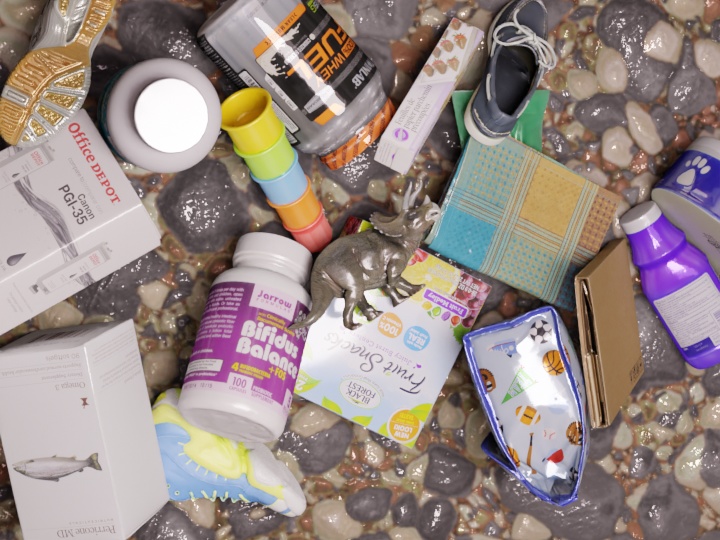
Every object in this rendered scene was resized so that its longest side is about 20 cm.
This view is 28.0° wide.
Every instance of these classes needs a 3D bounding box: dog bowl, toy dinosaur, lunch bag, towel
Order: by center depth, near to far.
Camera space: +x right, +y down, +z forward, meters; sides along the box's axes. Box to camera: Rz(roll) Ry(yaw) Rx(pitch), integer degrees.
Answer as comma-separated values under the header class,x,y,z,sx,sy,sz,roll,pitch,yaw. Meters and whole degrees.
class,x,y,z,sx,sy,sz,roll,pitch,yaw
toy dinosaur,0.000,0.000,1.497,0.200,0.077,0.103,-30,87,-10
lunch bag,0.186,0.147,1.546,0.123,0.170,0.201,-20,87,9
towel,0.177,-0.056,1.573,0.199,0.022,0.147,24,89,-22
dog bowl,0.420,-0.052,1.596,0.200,0.200,0.079,44,87,-15

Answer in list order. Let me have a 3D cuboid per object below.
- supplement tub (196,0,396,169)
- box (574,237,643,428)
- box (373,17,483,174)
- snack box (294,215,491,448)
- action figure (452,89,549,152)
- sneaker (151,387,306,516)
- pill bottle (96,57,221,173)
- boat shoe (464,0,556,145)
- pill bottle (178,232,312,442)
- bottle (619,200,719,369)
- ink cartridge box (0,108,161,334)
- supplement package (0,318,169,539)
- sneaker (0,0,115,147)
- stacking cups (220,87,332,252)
class,x,y,z,sx,sy,sz,roll,pitch,yaw
supplement tub,-0.063,-0.208,1.493,0.123,0.123,0.200,-46,105,-6
box,0.274,0.063,1.584,0.021,0.200,0.164,-5,101,23
box,0.073,-0.186,1.520,0.039,0.041,0.200,26,54,5
snack box,0.022,0.067,1.574,0.168,0.068,0.201,26,90,-16
action figure,0.151,-0.098,1.596,0.118,0.055,0.201,-2,96,-16
sneaker,-0.157,0.218,1.549,0.200,0.076,0.105,40,97,-8
pill bottle,-0.198,-0.153,1.423,0.110,0.200,0.111,-2,96,-15
boat shoe,0.166,-0.225,1.545,0.075,0.062,0.200,34,58,-10
pill bottle,-0.111,0.067,1.492,0.112,0.112,0.201,20,67,-16
bottle,0.365,0.015,1.654,0.083,0.065,0.200,-31,104,15
ink cartridge box,-0.320,-0.049,1.429,0.200,0.083,0.147,-30,61,-9
supplement package,-0.284,0.163,1.460,0.116,0.117,0.201,-8,99,16
sneaker,-0.301,-0.210,1.445,0.075,0.088,0.201,28,80,-16
stacking cups,-0.082,-0.100,1.497,0.060,0.061,0.200,-38,136,-8
